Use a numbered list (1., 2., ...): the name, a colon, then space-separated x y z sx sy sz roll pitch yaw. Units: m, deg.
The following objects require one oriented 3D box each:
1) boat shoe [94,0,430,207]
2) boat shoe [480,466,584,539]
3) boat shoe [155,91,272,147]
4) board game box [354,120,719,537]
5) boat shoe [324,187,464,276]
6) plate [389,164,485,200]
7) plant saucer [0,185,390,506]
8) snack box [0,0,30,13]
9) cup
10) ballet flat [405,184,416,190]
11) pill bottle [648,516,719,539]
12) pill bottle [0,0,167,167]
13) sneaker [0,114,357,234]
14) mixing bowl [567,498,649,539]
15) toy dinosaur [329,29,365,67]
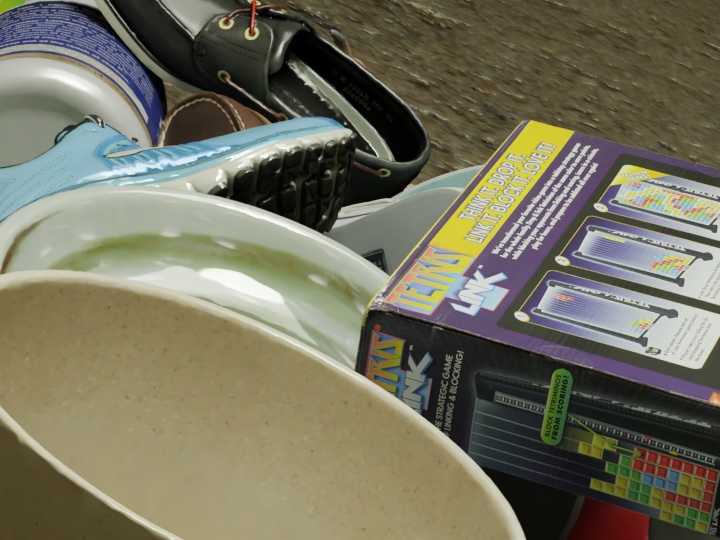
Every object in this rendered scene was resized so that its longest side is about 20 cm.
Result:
1. boat shoe: -0.050 -0.107 1.444 0.201 0.063 0.074 42 43 -4
2. boat shoe: 0.082 0.048 1.276 0.073 0.201 0.068 9 -2 25
3. boat shoe: -0.061 -0.003 1.309 0.070 0.070 0.201 30 36 -47
4. board game box: 0.107 0.019 1.128 0.164 0.057 0.200 15 28 16
5. boat shoe: 0.000 0.000 1.356 0.199 0.072 0.066 -19 -10 37
6. plate: 0.058 0.032 1.370 0.200 0.200 0.026 38 -17 41
7. plant saucer: -0.057 0.041 1.122 0.199 0.050 0.201 16 30 -10
8. snack box: -0.227 -0.199 1.594 0.168 0.201 0.068 30 17 17
9. cup: -0.064 0.112 0.941 0.199 0.144 0.200 23 17 -7
10. ballet flat: 0.048 0.002 1.601 0.199 0.068 0.067 20 24 -9
11. pill bottle: 0.190 0.127 1.226 0.114 0.115 0.200 30 -5 20
12. pill bottle: -0.154 -0.070 1.442 0.115 0.116 0.200 22 17 -8
13. sneaker: -0.091 -0.040 1.246 0.199 0.079 0.090 -15 50 -30
14. mixing bowl: 0.126 0.064 1.438 0.199 0.109 0.200 23 15 -7
15. toy dinosaur: -0.063 -0.057 1.496 0.085 0.136 0.200 24 17 1
